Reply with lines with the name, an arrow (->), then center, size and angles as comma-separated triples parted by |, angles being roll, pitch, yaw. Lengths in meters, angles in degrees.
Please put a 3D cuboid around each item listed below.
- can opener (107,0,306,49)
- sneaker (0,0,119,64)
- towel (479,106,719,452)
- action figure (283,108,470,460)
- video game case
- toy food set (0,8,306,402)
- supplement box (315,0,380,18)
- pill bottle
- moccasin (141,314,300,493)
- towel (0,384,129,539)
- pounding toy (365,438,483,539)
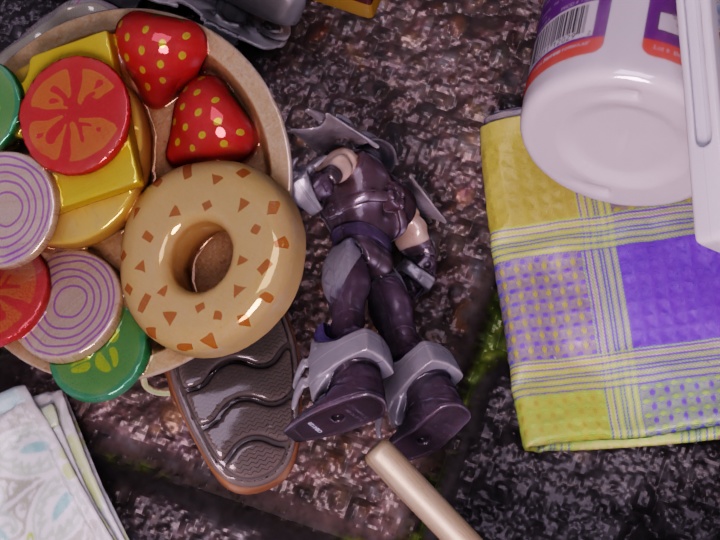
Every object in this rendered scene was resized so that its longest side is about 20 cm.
can opener -> -0.124, -0.178, 1.271 | 0.200, 0.053, 0.067 | 23, 116, 2
sneaker -> -0.184, -0.071, 1.241 | 0.081, 0.088, 0.200 | 24, 76, 11
towel -> 0.143, -0.004, 1.234 | 0.143, 0.023, 0.200 | -5, 72, 1
action figure -> 0.000, 0.000, 1.181 | 0.069, 0.130, 0.200 | -35, 42, 32
video game case -> 0.221, -0.081, 1.172 | 0.023, 0.200, 0.182 | -14, 70, 36
toy food set -> -0.128, -0.036, 1.151 | 0.198, 0.049, 0.200 | -18, 77, 15
supplement box -> -0.065, -0.262, 1.234 | 0.197, 0.200, 0.133 | 20, 75, 10
pill bottle -> 0.154, -0.143, 1.216 | 0.111, 0.111, 0.200 | 10, 56, 7
moccasin -> -0.084, 0.027, 1.209 | 0.074, 0.078, 0.202 | -21, 66, -16
towel -> -0.213, 0.172, 1.190 | 0.200, 0.048, 0.171 | -27, 72, -5
pounding toy -> 0.089, 0.200, 1.112 | 0.184, 0.142, 0.200 | 4, 74, 4
